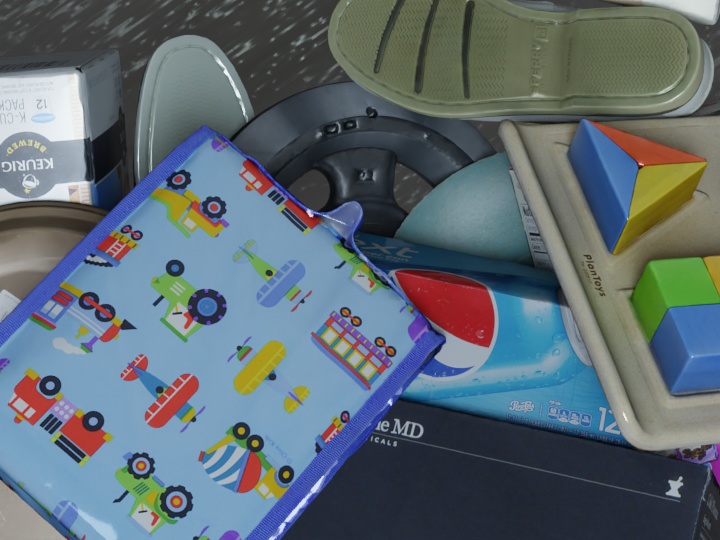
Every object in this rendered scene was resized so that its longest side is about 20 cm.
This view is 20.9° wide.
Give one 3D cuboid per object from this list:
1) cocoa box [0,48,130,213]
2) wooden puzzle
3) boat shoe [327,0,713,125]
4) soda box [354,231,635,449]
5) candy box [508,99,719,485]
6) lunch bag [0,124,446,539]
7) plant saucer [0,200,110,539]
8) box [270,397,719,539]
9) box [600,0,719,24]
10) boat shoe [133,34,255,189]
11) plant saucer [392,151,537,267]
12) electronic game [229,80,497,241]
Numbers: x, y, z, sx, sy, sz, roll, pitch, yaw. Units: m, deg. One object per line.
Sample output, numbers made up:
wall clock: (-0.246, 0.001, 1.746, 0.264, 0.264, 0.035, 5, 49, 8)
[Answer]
cocoa box: (-0.224, -0.038, 1.011, 0.199, 0.133, 0.132, -4, 101, 1)
wooden puzzle: (0.179, -0.010, 0.896, 0.199, 0.186, 0.046, -1, 140, -23)
boat shoe: (0.082, -0.104, 1.004, 0.199, 0.068, 0.075, 11, 84, 22)
soda box: (0.046, 0.029, 0.943, 0.199, 0.068, 0.065, 11, 104, 16)
candy box: (0.169, 0.023, 1.007, 0.136, 0.061, 0.201, -17, 99, -18)
lunch bag: (-0.067, 0.040, 0.877, 0.150, 0.094, 0.200, 40, 76, 6)
plant saucer: (-0.151, 0.065, 0.923, 0.199, 0.029, 0.201, 0, 85, -1)
box: (0.056, 0.168, 0.919, 0.199, 0.104, 0.183, 12, 78, 18)
box: (0.090, -0.187, 1.005, 0.199, 0.095, 0.078, 13, 99, 0)
boat shoe: (-0.092, -0.025, 1.049, 0.075, 0.060, 0.201, -7, 97, -28)
plant saucer: (0.102, 0.036, 1.037, 0.200, 0.039, 0.202, -1, 93, -19)
electronic game: (0.000, 0.000, 1.041, 0.199, 0.042, 0.201, -1, 94, -21)
